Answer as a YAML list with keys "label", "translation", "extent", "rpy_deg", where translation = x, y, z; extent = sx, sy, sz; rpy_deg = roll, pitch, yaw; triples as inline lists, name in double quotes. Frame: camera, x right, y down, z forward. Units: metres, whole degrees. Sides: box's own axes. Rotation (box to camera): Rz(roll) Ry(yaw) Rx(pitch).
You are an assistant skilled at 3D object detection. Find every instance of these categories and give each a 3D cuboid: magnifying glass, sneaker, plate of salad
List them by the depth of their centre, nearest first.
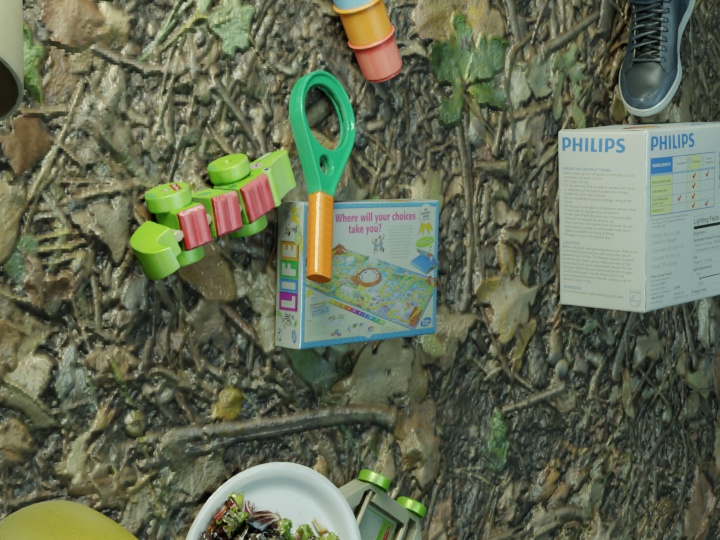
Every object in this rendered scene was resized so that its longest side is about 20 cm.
- label: "plate of salad"
  translation: [-0.074, 0.276, 1.471]
  extent: [0.199, 0.048, 0.202]
  rpy_deg: [-1, 91, -35]
- label: "magnifying glass"
  translation: [-0.036, -0.087, 1.475]
  extent: [0.079, 0.022, 0.202]
  rpy_deg: [24, 59, -47]
- label: "sneaker"
  translation: [0.323, -0.291, 1.843]
  extent: [0.146, 0.076, 0.204]
  rpy_deg: [52, 47, -51]

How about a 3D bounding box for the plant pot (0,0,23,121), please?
- label: "plant pot"
  translation: [-0.307, -0.223, 1.094]
  extent: [0.187, 0.186, 0.202]
  rpy_deg: [27, 60, -46]

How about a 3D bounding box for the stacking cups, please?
- label: "stacking cups"
  translation: [-0.012, -0.271, 1.503]
  extent: [0.061, 0.060, 0.201]
  rpy_deg: [-45, 131, -35]

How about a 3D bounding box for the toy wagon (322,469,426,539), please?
- label: "toy wagon"
  translation: [0.016, 0.296, 1.606]
  extent: [0.200, 0.039, 0.156]
  rpy_deg: [41, 65, -43]

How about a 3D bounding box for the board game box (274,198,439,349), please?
- label: "board game box"
  translation: [0.000, 0.000, 1.556]
  extent: [0.199, 0.034, 0.136]
  rpy_deg: [-3, 97, -48]

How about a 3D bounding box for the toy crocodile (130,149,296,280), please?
- label: "toy crocodile"
  translation: [-0.123, -0.051, 1.390]
  extent: [0.199, 0.061, 0.068]
  rpy_deg: [-31, 117, -43]

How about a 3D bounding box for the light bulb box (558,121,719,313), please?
- label: "light bulb box"
  translation: [0.330, -0.067, 1.853]
  extent: [0.197, 0.124, 0.202]
  rpy_deg: [-9, 101, -47]

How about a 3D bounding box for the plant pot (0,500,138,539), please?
- label: "plant pot"
  translation: [-0.209, 0.293, 1.274]
  extent: [0.199, 0.141, 0.202]
  rpy_deg: [-7, 99, -48]
